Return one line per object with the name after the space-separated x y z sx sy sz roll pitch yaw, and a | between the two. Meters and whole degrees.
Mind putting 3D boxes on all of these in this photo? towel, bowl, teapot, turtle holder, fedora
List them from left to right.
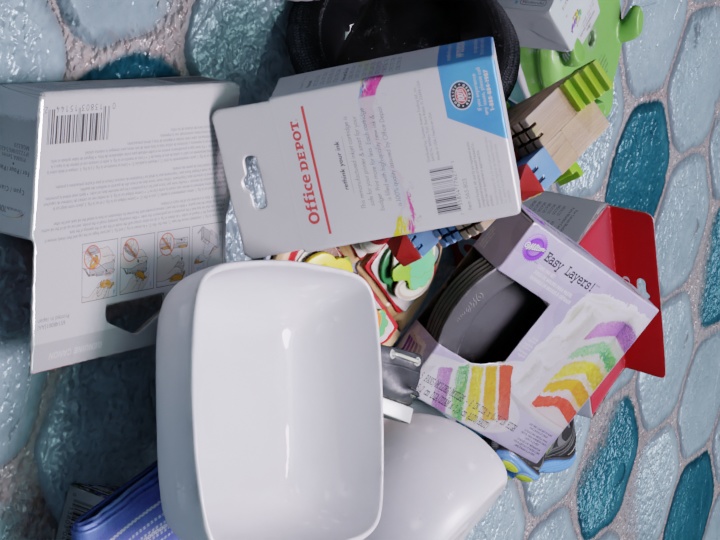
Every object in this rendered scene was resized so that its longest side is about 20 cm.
-0.139 0.227 1.167 0.145 0.024 0.202 -35 129 -47 | towel
-0.071 0.097 1.148 0.199 0.074 0.202 4 82 -53 | bowl
0.020 0.187 1.399 0.197 0.146 0.200 -46 167 -11 | teapot
0.027 -0.155 1.289 0.201 0.200 0.092 -50 170 -36 | fedora
0.173 -0.209 1.494 0.185 0.131 0.142 20 84 -59 | turtle holder

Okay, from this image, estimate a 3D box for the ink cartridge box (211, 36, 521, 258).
0.006 -0.085 1.169 0.068 0.198 0.116 -79 158 -70 | ink cartridge box

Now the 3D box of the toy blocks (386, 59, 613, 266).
0.096 -0.074 1.279 0.100 0.199 0.137 54 50 -9 | toy blocks

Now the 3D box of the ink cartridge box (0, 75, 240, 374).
-0.161 -0.037 1.108 0.199 0.044 0.178 -12 110 -55 | ink cartridge box

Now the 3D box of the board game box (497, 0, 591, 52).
0.141 -0.291 1.399 0.064 0.146 0.201 46 62 -51 | board game box

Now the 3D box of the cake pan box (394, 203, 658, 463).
0.139 0.055 1.448 0.199 0.052 0.185 33 98 -39 | cake pan box

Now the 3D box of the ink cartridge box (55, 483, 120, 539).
-0.147 0.219 1.221 0.199 0.050 0.110 16 87 -57 | ink cartridge box

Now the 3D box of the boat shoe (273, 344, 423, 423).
-0.035 0.062 1.288 0.199 0.075 0.061 25 77 -38 | boat shoe

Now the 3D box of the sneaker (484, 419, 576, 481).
0.169 0.169 1.694 0.199 0.070 0.084 -4 100 -62 | sneaker

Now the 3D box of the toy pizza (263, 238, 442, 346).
0.000 0.000 1.345 0.199 0.032 0.202 -22 124 -37 | toy pizza

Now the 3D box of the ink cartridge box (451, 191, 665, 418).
0.189 0.031 1.565 0.084 0.174 0.201 -48 138 -39 | ink cartridge box
